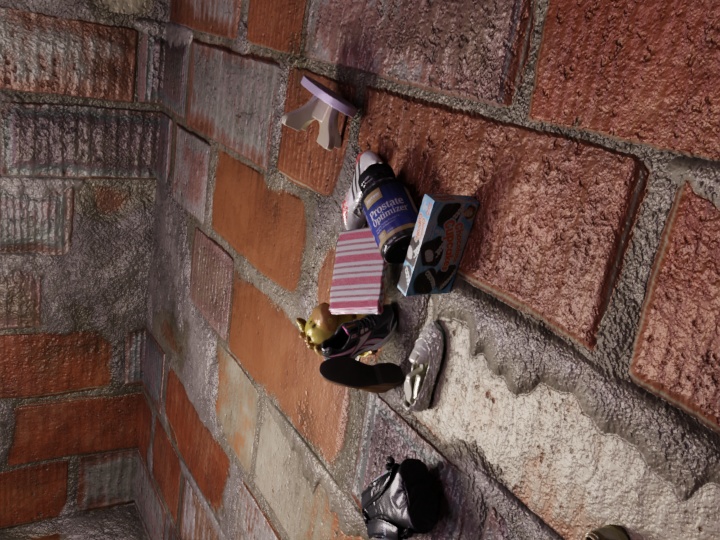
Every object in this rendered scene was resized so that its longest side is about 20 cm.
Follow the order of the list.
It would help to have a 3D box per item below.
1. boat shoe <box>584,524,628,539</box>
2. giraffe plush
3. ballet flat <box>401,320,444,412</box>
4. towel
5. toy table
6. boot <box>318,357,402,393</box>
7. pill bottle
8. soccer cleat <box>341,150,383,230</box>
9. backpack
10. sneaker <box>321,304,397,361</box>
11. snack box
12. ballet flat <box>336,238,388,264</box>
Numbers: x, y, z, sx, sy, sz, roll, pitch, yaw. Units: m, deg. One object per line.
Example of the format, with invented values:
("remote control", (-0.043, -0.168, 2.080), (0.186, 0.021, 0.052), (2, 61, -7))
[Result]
("boat shoe", (0.394, 0.493, 1.064), (0.073, 0.062, 0.206), (-38, 59, 52))
("giraffe plush", (-0.066, 0.129, 1.696), (0.171, 0.159, 0.206), (8, 98, 57))
("ballet flat", (0.128, 0.207, 1.481), (0.071, 0.070, 0.206), (30, 116, 53))
("towel", (0.000, 0.000, 1.615), (0.143, 0.030, 0.206), (-3, 72, 35))
("toy table", (-0.097, -0.382, 1.735), (0.119, 0.181, 0.200), (-60, 33, 15))
("boot", (-0.007, 0.244, 1.577), (0.076, 0.195, 0.075), (125, 146, -45))
("pill bottle", (0.065, -0.125, 1.522), (0.112, 0.109, 0.203), (-54, 48, 44))
("soccer cleat", (0.007, -0.177, 1.657), (0.085, 0.067, 0.205), (41, 121, 54))
("backpack", (0.083, 0.504, 1.513), (0.200, 0.124, 0.171), (-48, 41, 49))
("sneaker", (-0.004, 0.143, 1.585), (0.080, 0.199, 0.087), (43, 168, 38))
("snack box", (0.151, -0.049, 1.383), (0.037, 0.114, 0.204), (44, 128, 46))
("ballet flat", (0.016, -0.049, 1.677), (0.198, 0.056, 0.068), (18, 85, 51))
